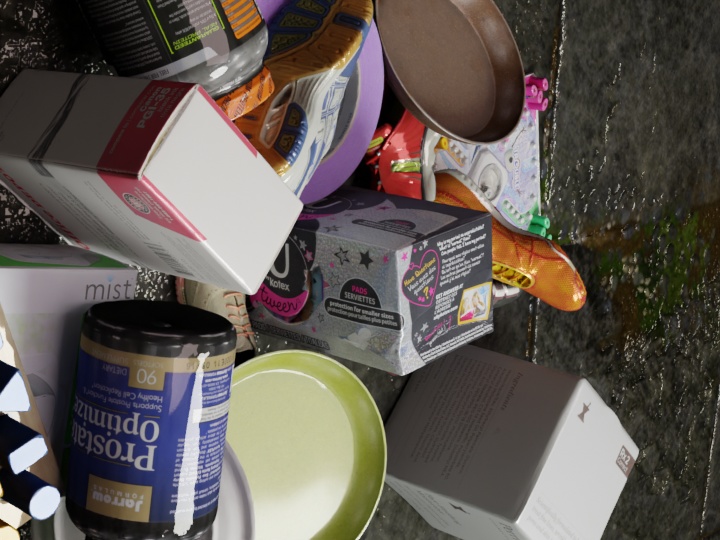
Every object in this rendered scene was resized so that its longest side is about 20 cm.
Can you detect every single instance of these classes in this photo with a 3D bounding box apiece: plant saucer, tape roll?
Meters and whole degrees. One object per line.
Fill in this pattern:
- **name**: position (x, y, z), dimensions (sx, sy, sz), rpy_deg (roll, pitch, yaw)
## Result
- **plant saucer**: position (-0.070, 0.166, 1.147), dimensions (0.199, 0.031, 0.202), rpy_deg (-3, 95, -29)
- **plant saucer**: position (0.079, -0.207, 1.286), dimensions (0.199, 0.034, 0.202), rpy_deg (21, 58, -37)
- **tape roll**: position (-0.068, -0.160, 1.165), dimensions (0.199, 0.065, 0.202), rpy_deg (-16, 112, -46)

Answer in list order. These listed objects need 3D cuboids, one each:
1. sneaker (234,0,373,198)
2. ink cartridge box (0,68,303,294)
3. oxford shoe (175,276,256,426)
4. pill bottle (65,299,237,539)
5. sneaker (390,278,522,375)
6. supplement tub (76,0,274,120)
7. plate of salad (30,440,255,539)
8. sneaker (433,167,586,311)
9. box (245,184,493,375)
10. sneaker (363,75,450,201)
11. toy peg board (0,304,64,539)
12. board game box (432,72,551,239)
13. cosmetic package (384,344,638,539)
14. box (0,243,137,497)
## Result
- **sneaker**: position (-0.048, -0.142, 1.105), dimensions (0.201, 0.075, 0.088), rpy_deg (-63, 162, -19)
- **ink cartridge box**: position (-0.164, -0.068, 0.979), dimensions (0.147, 0.199, 0.083), rpy_deg (48, 63, -44)
- **oxford shoe**: position (-0.114, 0.039, 1.162), dimensions (0.070, 0.073, 0.202), rpy_deg (-8, 107, -47)
- **pill bottle**: position (-0.153, 0.129, 0.971), dimensions (0.111, 0.111, 0.202), rpy_deg (-3, 104, -48)
- **sneaker**: position (0.069, 0.048, 1.370), dimensions (0.199, 0.076, 0.116), rpy_deg (-1, 119, -32)
- **supplement tub**: position (-0.145, -0.206, 0.993), dimensions (0.122, 0.122, 0.201), rpy_deg (-38, 115, -35)
- **plate of salad**: position (-0.170, 0.198, 1.064), dimensions (0.048, 0.199, 0.202), rpy_deg (6, 97, -71)
- **sneaker**: position (0.133, -0.016, 1.337), dimensions (0.077, 0.199, 0.073), rpy_deg (-53, 176, -32)
- **box**: position (0.000, 0.000, 1.184), dimensions (0.132, 0.199, 0.116), rpy_deg (-21, 115, -43)
- **sneaker**: position (0.024, -0.104, 1.289), dimensions (0.085, 0.077, 0.202), rpy_deg (18, 77, -44)
- **toy peg board**: position (-0.274, 0.127, 0.849), dimensions (0.199, 0.097, 0.201), rpy_deg (-34, 126, -35)
- **board game box**: position (0.140, -0.093, 1.449), dimensions (0.199, 0.026, 0.202), rpy_deg (-24, 118, -42)
- **cosmetic package**: position (0.150, 0.195, 1.412), dimensions (0.165, 0.199, 0.166), rpy_deg (46, 66, -44)
- **box**: position (-0.276, 0.071, 0.974), dimensions (0.199, 0.096, 0.178), rpy_deg (2, 101, -48)
